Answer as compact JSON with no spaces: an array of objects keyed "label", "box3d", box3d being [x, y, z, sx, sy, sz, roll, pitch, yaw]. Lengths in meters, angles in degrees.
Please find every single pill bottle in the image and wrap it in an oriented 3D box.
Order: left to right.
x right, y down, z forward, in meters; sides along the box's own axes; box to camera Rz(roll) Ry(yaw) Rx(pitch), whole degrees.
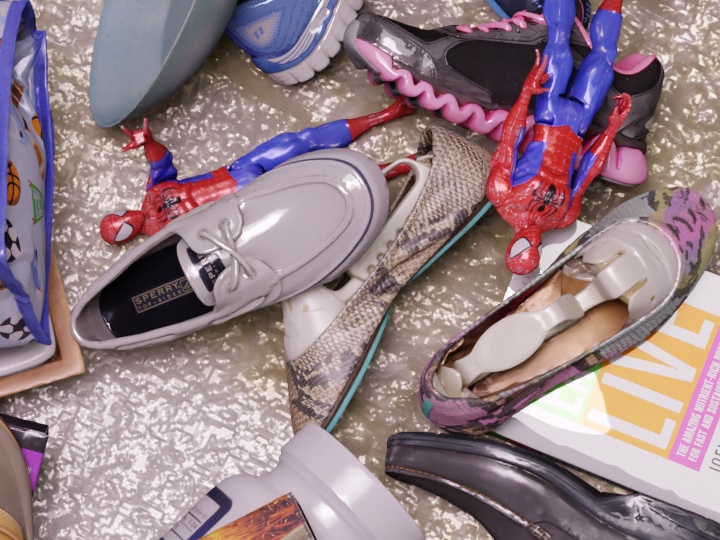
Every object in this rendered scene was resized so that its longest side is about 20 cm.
[{"label":"pill bottle","box3d":[-0.066,0.184,1.326,0.200,0.116,0.116,-44,77,-8]}]

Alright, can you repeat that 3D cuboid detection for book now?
[{"label":"book","box3d":[0.171,0.063,1.388,0.200,0.048,0.134,21,81,7]}]

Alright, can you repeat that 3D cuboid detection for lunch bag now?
[{"label":"lunch bag","box3d":[-0.254,-0.054,1.312,0.170,0.124,0.200,-7,60,3]}]

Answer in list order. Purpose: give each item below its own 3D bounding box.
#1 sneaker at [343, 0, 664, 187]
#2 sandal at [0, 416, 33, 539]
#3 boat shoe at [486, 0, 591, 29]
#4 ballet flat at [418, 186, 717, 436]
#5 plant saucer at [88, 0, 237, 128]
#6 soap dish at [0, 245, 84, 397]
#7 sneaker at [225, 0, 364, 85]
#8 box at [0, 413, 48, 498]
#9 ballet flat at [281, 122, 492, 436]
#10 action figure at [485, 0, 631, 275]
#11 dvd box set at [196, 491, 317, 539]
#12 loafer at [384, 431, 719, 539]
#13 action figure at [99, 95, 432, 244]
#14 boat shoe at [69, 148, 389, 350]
[{"label":"sneaker","box3d":[0.087,-0.120,1.392,0.200,0.079,0.095,20,95,-19]},{"label":"sandal","box3d":[-0.212,0.155,1.297,0.080,0.054,0.200,-9,97,-4]},{"label":"boat shoe","box3d":[0.087,-0.229,1.441,0.084,0.069,0.200,-13,72,-44]},{"label":"ballet flat","box3d":[0.117,0.022,1.339,0.200,0.071,0.069,-35,81,-2]},{"label":"plant saucer","box3d":[-0.100,-0.171,1.402,0.039,0.201,0.201,19,75,-22]},{"label":"soap dish","box3d":[-0.257,-0.008,1.407,0.157,0.081,0.200,-16,74,-2]},{"label":"sneaker","box3d":[-0.020,-0.213,1.430,0.089,0.079,0.200,33,82,-27]},{"label":"box","box3d":[-0.265,0.165,1.339,0.143,0.036,0.200,15,94,-6]},{"label":"ballet flat","box3d":[0.000,0.000,1.390,0.075,0.068,0.200,37,84,-16]},{"label":"action figure","box3d":[0.114,-0.094,1.346,0.065,0.052,0.200,18,86,-23]},{"label":"dvd box set","box3d":[-0.092,0.220,1.235,0.200,0.029,0.146,-27,63,0]},{"label":"loafer","box3d":[0.102,0.145,1.353,0.200,0.073,0.072,19,81,9]},{"label":"action figure","box3d":[-0.061,-0.061,1.406,0.200,0.099,0.065,-20,73,0]},{"label":"boat shoe","box3d":[-0.077,-0.007,1.342,0.200,0.066,0.072,-21,93,26]}]
